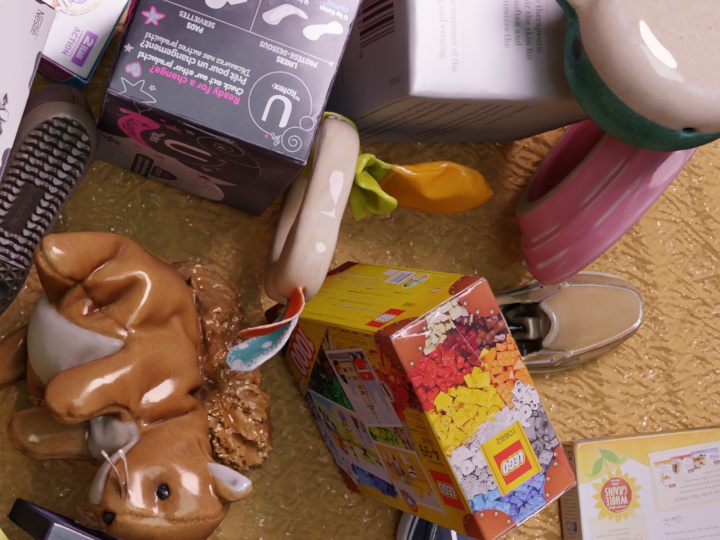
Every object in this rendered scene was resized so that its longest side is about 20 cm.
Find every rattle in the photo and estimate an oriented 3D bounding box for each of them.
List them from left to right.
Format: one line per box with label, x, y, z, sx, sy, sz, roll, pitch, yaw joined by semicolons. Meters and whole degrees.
rattle;0.000;0.000;1.136;0.143;0.130;0.200;32;32;-20

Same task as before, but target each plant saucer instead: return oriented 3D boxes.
plant saucer;0.175;-0.081;1.231;0.051;0.200;0.201;40;73;-7

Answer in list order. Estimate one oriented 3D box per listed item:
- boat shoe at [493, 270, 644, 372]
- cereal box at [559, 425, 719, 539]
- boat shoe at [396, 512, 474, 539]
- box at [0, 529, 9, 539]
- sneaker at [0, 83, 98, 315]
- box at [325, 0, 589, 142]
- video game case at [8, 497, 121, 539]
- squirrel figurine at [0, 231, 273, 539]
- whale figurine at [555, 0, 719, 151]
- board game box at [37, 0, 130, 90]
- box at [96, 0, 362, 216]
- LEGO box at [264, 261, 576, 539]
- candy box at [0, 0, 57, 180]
boat shoe;0.126;0.042;1.266;0.199;0.076;0.072;-12;90;-22
cereal box;0.223;0.221;1.308;0.143;0.040;0.201;-3;87;-21
boat shoe;0.068;0.242;1.211;0.071;0.091;0.201;8;83;-20
box;-0.293;0.139;1.109;0.075;0.050;0.200;-37;99;-21
sneaker;-0.234;-0.034;1.129;0.070;0.076;0.200;37;106;-25
box;0.072;-0.197;1.199;0.171;0.200;0.200;-1;86;-20
video game case;-0.120;0.196;1.122;0.200;0.143;0.019;25;81;-17
squirrel figurine;-0.121;0.086;1.116;0.200;0.142;0.187;-5;53;-47
whale figurine;0.179;-0.165;1.096;0.159;0.104;0.201;4;61;-23
board game box;-0.238;-0.234;1.167;0.200;0.040;0.153;31;75;-16
box;-0.093;-0.119;1.121;0.132;0.200;0.115;19;78;-9
LEGO box;0.034;0.080;1.151;0.077;0.200;0.149;-31;105;-21
candy box;-0.294;-0.135;1.037;0.200;0.071;0.168;34;48;-31
